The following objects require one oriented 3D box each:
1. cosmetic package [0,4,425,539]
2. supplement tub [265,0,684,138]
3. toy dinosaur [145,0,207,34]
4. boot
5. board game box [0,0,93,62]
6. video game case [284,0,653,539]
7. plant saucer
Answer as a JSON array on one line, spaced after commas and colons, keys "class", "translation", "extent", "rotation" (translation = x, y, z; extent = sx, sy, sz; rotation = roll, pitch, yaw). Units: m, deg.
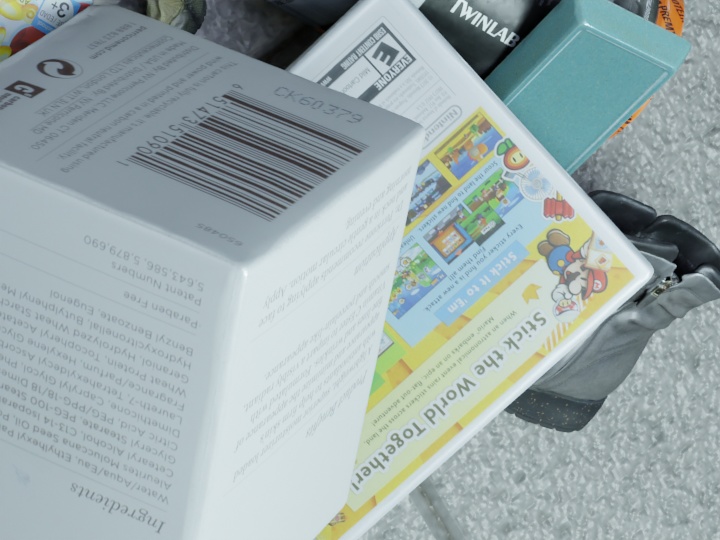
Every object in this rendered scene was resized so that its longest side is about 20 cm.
[{"class": "cosmetic package", "translation": [-0.093, 0.024, 1.200], "extent": [0.165, 0.165, 0.200], "rotation": [-39, 147, -55]}, {"class": "supplement tub", "translation": [0.050, -0.144, 1.372], "extent": [0.200, 0.123, 0.123], "rotation": [28, 80, -26]}, {"class": "toy dinosaur", "translation": [-0.121, -0.059, 1.333], "extent": [0.088, 0.047, 0.200], "rotation": [9, 92, -35]}, {"class": "boot", "translation": [0.075, 0.007, 1.384], "extent": [0.200, 0.132, 0.070], "rotation": [9, 47, -39]}, {"class": "board game box", "translation": [-0.219, -0.054, 1.247], "extent": [0.103, 0.105, 0.200], "rotation": [31, 80, -26]}, {"class": "video game case", "translation": [0.000, 0.000, 1.311], "extent": [0.200, 0.023, 0.182], "rotation": [-42, 95, 8]}, {"class": "plant saucer", "translation": [0.070, -0.055, 1.365], "extent": [0.070, 0.200, 0.019], "rotation": [23, 41, -27]}]
